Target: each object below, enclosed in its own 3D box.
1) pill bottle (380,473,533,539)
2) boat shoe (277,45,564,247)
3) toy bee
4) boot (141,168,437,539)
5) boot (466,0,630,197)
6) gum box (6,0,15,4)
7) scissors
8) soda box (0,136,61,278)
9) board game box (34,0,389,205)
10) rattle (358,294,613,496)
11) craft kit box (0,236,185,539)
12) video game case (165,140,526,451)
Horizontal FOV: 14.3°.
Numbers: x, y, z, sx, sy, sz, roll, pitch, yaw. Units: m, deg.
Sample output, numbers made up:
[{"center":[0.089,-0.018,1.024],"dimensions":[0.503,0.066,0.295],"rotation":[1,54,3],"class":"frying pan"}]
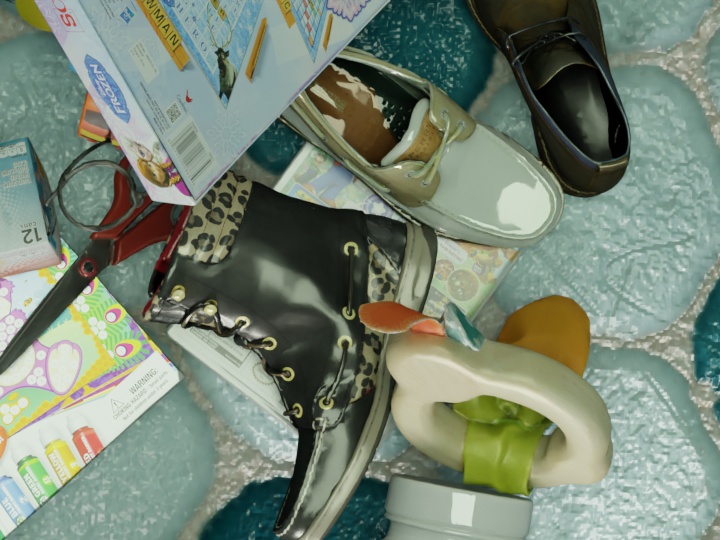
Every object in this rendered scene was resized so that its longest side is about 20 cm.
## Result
[{"center":[0.041,0.223,1.645],"dimensions":[0.112,0.112,0.201],"rotation":[10,88,-5],"class":"pill bottle"},{"center":[0.028,-0.072,1.649],"dimensions":[0.199,0.068,0.075],"rotation":[27,87,-5],"class":"boat shoe"},{"center":[-0.139,-0.115,1.610],"dimensions":[0.131,0.109,0.200],"rotation":[36,74,0],"class":"toy bee"},{"center":[-0.053,0.045,1.631],"dimensions":[0.150,0.073,0.201],"rotation":[22,84,-12],"class":"boot"},{"center":[0.113,-0.140,1.660],"dimensions":[0.074,0.097,0.201],"rotation":[-24,92,-5],"class":"boot"},{"center":[-0.165,-0.233,1.663],"dimensions":[0.199,0.045,0.171],"rotation":[18,89,-4],"class":"gum box"},{"center":[-0.154,-0.014,1.642],"dimensions":[0.200,0.014,0.073],"rotation":[-34,97,-27],"class":"scissors"},{"center":[-0.269,-0.017,1.596],"dimensions":[0.199,0.068,0.064],"rotation":[-13,79,-2],"class":"soda box"},{"center":[-0.084,-0.175,1.531],"dimensions":[0.200,0.041,0.201],"rotation":[-47,124,-30],"class":"board game box"},{"center":[0.075,0.027,1.589],"dimensions":[0.200,0.130,0.143],"rotation":[49,64,-39],"class":"rattle"},{"center":[-0.238,0.054,1.657],"dimensions":[0.200,0.049,0.198],"rotation":[-42,90,-4],"class":"craft kit box"},{"center":[0.000,0.000,1.690],"dimensions":[0.143,0.018,0.200],"rotation":[37,87,-3],"class":"video game case"}]
